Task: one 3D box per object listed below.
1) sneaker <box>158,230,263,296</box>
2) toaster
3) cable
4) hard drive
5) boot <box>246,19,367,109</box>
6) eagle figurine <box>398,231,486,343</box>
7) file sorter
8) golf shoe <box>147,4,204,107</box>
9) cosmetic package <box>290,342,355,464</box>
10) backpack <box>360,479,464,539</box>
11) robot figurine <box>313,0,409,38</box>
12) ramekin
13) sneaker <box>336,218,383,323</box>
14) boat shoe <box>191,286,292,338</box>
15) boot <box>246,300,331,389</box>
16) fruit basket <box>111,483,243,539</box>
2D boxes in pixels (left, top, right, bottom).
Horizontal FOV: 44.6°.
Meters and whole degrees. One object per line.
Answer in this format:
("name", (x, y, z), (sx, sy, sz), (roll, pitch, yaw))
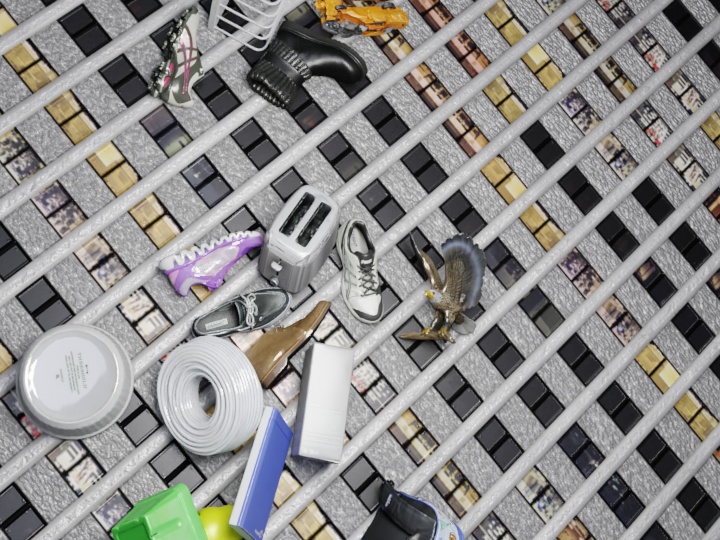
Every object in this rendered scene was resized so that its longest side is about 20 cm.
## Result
("sneaker", (-0.266, -0.011, 1.615), (0.197, 0.080, 0.090), (-22, 90, -12))
("toaster", (-0.106, -0.066, 1.622), (0.113, 0.130, 0.201), (33, 66, 5))
("cable", (-0.261, 0.215, 1.510), (0.069, 0.197, 0.204), (-6, 78, -58))
("hard drive", (-0.168, 0.353, 1.507), (0.025, 0.133, 0.203), (8, 63, 15))
("boot", (-0.105, -0.383, 1.730), (0.208, 0.080, 0.160), (24, 66, 4))
("eagle figurine", (0.156, 0.033, 1.662), (0.148, 0.151, 0.205), (6, 83, -1))
("file sorter", (-0.202, -0.538, 1.681), (0.123, 0.200, 0.141), (25, 73, -8))
("golf shoe", (-0.341, -0.412, 1.696), (0.087, 0.077, 0.204), (24, 74, -28))
("cosmetic package", (-0.069, 0.240, 1.586), (0.088, 0.107, 0.204), (13, 77, -10))
("backpack", (0.088, 0.490, 1.523), (0.153, 0.190, 0.203), (33, 72, -21))
("robot figurine", (-0.004, -0.542, 1.804), (0.196, 0.058, 0.148), (-6, 79, -15))
("ramekin", (-0.491, 0.185, 1.501), (0.198, 0.094, 0.207), (3, 77, -12))
("sneaker", (0.000, 0.000, 1.666), (0.074, 0.088, 0.204), (-14, 82, -18))
("boat shoe", (-0.214, 0.075, 1.606), (0.196, 0.068, 0.075), (-14, 81, -17))
("boot", (-0.133, 0.119, 1.620), (0.075, 0.074, 0.200), (40, 74, 9))
("fruit basket", (-0.290, 0.464, 1.484), (0.215, 0.154, 0.219), (37, 39, -37))
